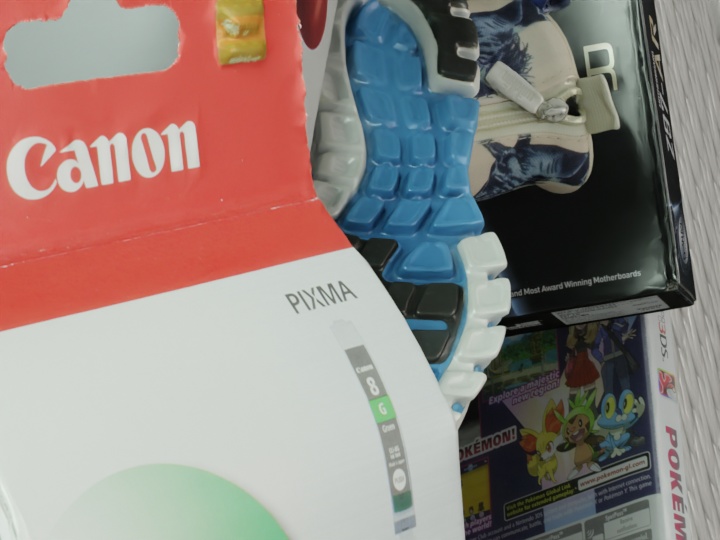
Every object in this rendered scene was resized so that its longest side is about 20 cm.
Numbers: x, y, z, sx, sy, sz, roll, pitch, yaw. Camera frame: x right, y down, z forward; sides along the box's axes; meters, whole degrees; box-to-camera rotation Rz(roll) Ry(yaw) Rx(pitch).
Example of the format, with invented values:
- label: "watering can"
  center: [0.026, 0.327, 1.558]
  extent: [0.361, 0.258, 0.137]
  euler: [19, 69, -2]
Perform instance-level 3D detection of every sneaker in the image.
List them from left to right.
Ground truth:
- label: "sneaker"
  center: [0.000, 0.000, 0.857]
  extent: [0.087, 0.075, 0.200]
  euler: [109, -10, -46]

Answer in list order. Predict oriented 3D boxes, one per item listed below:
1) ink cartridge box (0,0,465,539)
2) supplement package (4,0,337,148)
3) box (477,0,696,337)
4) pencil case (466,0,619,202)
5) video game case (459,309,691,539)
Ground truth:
- label: "ink cartridge box"
  center: [-0.039, 0.025, 0.660]
  extent: [0.161, 0.050, 0.200]
  euler: [-14, 104, -53]
- label: "supplement package"
  center: [-0.101, -0.120, 0.787]
  extent: [0.200, 0.147, 0.191]
  euler: [-82, 158, -52]
- label: "box"
  center: [0.019, -0.051, 1.099]
  extent: [0.044, 0.200, 0.161]
  euler: [31, 51, -72]
- label: "pencil case"
  center: [-0.015, -0.043, 0.989]
  extent: [0.089, 0.200, 0.078]
  euler: [-18, -92, 66]
- label: "video game case"
  center: [0.044, 0.106, 1.124]
  extent: [0.023, 0.200, 0.183]
  euler: [23, 54, -41]
